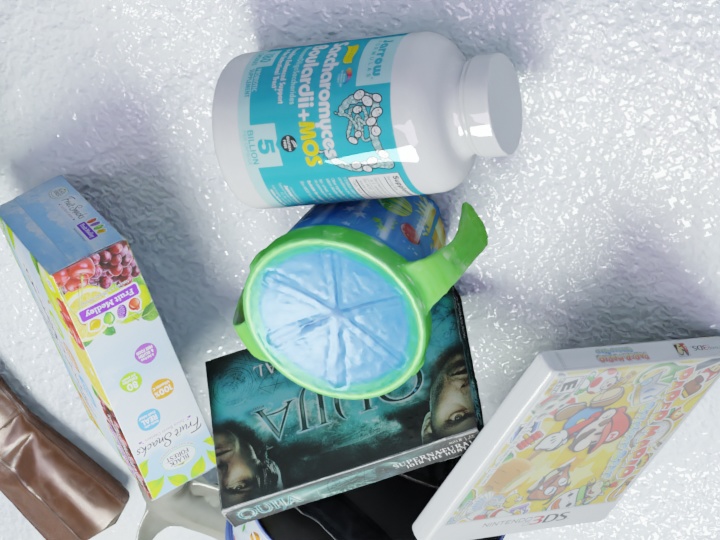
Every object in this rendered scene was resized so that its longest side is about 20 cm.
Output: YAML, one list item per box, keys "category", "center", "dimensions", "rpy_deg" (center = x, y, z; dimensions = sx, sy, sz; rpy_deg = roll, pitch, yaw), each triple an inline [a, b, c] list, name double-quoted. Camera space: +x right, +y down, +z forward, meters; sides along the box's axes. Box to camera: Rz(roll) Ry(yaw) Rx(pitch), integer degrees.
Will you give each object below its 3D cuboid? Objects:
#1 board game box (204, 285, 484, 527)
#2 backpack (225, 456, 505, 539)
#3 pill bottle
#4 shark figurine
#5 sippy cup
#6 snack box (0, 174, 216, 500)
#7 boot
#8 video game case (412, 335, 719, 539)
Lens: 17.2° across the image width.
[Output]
- category: "board game box"
  center: [-0.013, 0.097, 1.728]
  dimensions: [0.199, 0.136, 0.028]
  rpy_deg: [-19, 141, 12]
- category: "backpack"
  center: [-0.002, 0.193, 1.799]
  dimensions: [0.190, 0.200, 0.154]
  rpy_deg: [38, 140, -3]
- category: "pill bottle"
  center: [0.007, -0.104, 1.630]
  dimensions: [0.199, 0.111, 0.111]
  rpy_deg: [-5, 120, 23]
- category: "shark figurine"
  center: [-0.132, 0.207, 1.899]
  dimensions: [0.214, 0.090, 0.128]
  rpy_deg: [43, 170, -34]
- category: "sippy cup"
  center: [0.000, 0.000, 1.690]
  dimensions: [0.177, 0.130, 0.140]
  rpy_deg: [13, 127, 12]
- category: "snack box"
  center: [-0.189, 0.048, 1.774]
  dimensions: [0.067, 0.169, 0.201]
  rpy_deg: [-26, 117, -13]
- category: "boot"
  center: [-0.306, 0.176, 1.973]
  dimensions: [0.200, 0.064, 0.186]
  rpy_deg: [43, 129, -16]
- category: "video game case"
  center: [0.153, 0.123, 1.705]
  dimensions: [0.023, 0.181, 0.200]
  rpy_deg: [59, 135, 31]
